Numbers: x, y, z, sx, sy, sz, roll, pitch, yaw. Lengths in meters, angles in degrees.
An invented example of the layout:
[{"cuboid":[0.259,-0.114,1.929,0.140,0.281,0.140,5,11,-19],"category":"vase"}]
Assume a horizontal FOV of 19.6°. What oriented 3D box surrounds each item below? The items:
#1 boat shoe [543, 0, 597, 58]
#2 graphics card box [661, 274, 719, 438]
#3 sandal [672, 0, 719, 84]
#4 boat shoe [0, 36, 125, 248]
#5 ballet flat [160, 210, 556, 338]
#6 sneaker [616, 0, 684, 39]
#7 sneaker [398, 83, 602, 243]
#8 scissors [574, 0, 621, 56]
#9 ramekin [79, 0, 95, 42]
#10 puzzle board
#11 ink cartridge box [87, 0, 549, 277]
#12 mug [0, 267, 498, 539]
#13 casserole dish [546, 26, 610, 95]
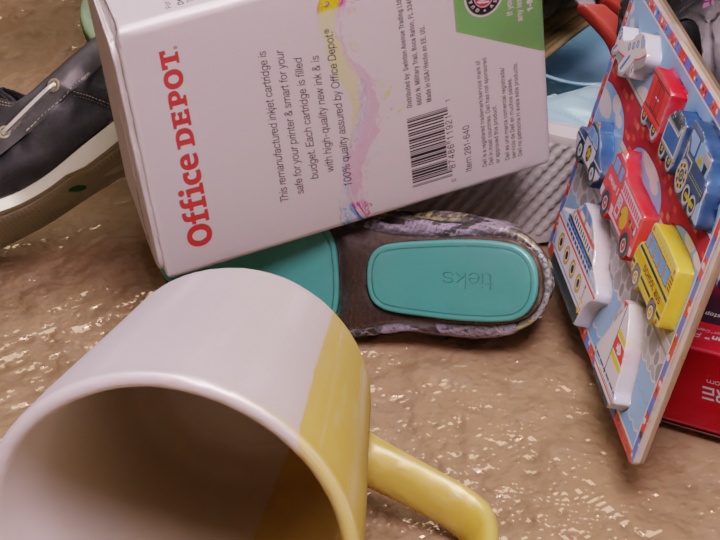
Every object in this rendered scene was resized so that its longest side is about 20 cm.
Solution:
[{"cuboid":[0.089,-0.138,1.146,0.063,0.073,0.201,17,30,22],"category":"boat shoe"},{"cuboid":[0.224,0.012,0.985,0.125,0.051,0.200,15,37,28],"category":"graphics card box"},{"cuboid":[0.158,-0.075,0.998,0.075,0.201,0.048,33,16,39],"category":"sandal"},{"cuboid":[-0.175,-0.058,1.069,0.200,0.068,0.072,-31,-11,14],"category":"boat shoe"},{"cuboid":[0.000,0.000,1.031,0.200,0.072,0.072,5,35,15],"category":"ballet flat"},{"cuboid":[0.213,-0.092,1.050,0.087,0.076,0.200,0,32,-38],"category":"sneaker"},{"cuboid":[0.104,-0.062,1.101,0.199,0.074,0.082,3,27,-5],"category":"sneaker"},{"cuboid":[0.120,-0.148,1.128,0.014,0.200,0.073,-21,46,60],"category":"scissors"},{"cuboid":[-0.051,-0.114,1.167,0.199,0.098,0.200,-3,33,2],"category":"ramekin"},{"cuboid":[0.123,-0.029,0.941,0.017,0.151,0.200,11,27,-12],"category":"puzzle board"},{"cuboid":[-0.019,-0.099,0.975,0.200,0.145,0.084,-17,42,-11],"category":"ink cartridge box"},{"cuboid":[-0.050,0.088,0.861,0.149,0.187,0.153,-30,17,22],"category":"mug"},{"cuboid":[0.119,-0.138,1.237,0.121,0.039,0.200,-26,38,-29],"category":"casserole dish"}]
